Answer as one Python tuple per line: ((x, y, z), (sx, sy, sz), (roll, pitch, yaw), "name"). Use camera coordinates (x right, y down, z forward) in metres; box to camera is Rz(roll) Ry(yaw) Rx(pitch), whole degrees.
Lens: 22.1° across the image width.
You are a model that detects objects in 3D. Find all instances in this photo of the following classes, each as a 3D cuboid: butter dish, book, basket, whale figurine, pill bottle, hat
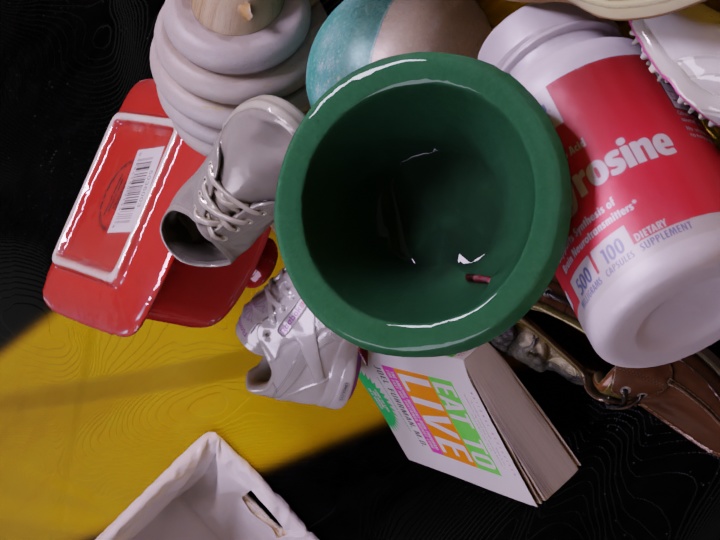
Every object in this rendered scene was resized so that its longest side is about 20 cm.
((-0.129, -0.032, 1.417), (0.147, 0.201, 0.199), (26, 173, -30), "butter dish")
((0.068, 0.100, 1.422), (0.134, 0.048, 0.200), (58, 159, -19), "book")
((-0.166, 0.306, 1.826), (0.198, 0.200, 0.161), (46, 152, -2), "basket")
((0.022, -0.085, 1.158), (0.103, 0.159, 0.201), (12, 123, 25), "whale figurine")
((0.142, -0.055, 1.033), (0.113, 0.112, 0.201), (101, 150, -55), "pill bottle")
((0.054, -0.031, 1.075), (0.199, 0.176, 0.167), (-3, 86, 25), "hat")

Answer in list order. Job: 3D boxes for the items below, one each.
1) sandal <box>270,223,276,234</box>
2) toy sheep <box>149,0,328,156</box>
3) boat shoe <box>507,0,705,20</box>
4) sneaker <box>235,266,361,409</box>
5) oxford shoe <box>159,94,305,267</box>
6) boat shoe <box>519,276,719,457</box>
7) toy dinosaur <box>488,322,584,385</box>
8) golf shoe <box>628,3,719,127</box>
((0.005, -0.003, 1.280), (0.212, 0.077, 0.070), (53, -179, -45), "sandal")
((-0.077, -0.141, 1.237), (0.137, 0.138, 0.201), (30, 147, 24), "toy sheep")
((0.129, -0.181, 0.996), (0.199, 0.073, 0.063), (9, 137, 46), "boat shoe")
((-0.040, 0.026, 1.394), (0.099, 0.075, 0.201), (3, 125, -11), "sneaker")
((-0.078, -0.051, 1.190), (0.075, 0.058, 0.200), (43, 149, -5), "oxford shoe")
((0.179, 0.064, 1.238), (0.200, 0.068, 0.072), (41, 148, 4), "boat shoe")
((0.097, 0.029, 1.322), (0.199, 0.047, 0.088), (23, 150, 38), "toy dinosaur")
((0.231, -0.102, 0.990), (0.200, 0.075, 0.092), (44, 122, 11), "golf shoe")
